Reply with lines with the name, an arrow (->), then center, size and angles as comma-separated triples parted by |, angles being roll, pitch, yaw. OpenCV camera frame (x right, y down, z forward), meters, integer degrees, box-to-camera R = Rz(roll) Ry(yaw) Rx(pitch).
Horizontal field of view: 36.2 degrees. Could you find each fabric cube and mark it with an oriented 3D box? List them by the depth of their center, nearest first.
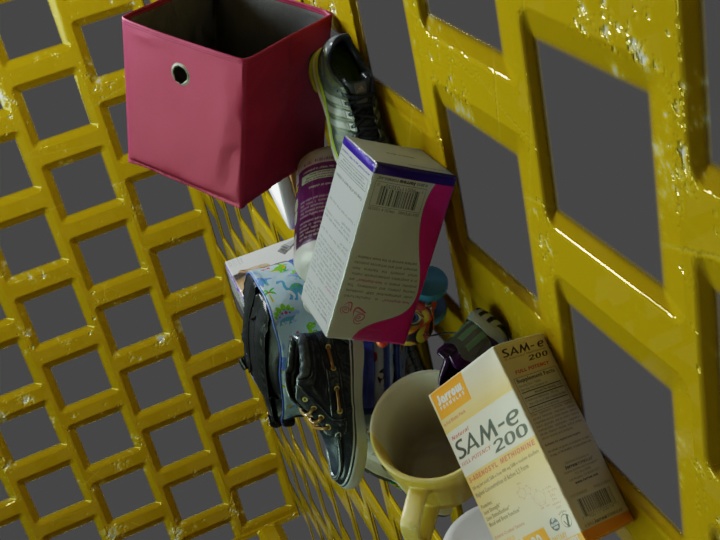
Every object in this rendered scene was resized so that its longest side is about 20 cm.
fabric cube -> -0.170, -0.232, 1.408 | 0.195, 0.200, 0.201 | 23, 127, 23

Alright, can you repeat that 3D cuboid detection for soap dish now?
soap dish -> -0.119, -0.180, 1.756 | 0.158, 0.080, 0.201 | 79, 165, -56

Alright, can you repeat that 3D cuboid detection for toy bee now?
toy bee -> 0.058, 0.040, 1.319 | 0.200, 0.108, 0.132 | -129, 24, -55

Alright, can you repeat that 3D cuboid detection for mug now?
mug -> 0.083, 0.239, 1.392 | 0.149, 0.186, 0.154 | 39, 162, 30

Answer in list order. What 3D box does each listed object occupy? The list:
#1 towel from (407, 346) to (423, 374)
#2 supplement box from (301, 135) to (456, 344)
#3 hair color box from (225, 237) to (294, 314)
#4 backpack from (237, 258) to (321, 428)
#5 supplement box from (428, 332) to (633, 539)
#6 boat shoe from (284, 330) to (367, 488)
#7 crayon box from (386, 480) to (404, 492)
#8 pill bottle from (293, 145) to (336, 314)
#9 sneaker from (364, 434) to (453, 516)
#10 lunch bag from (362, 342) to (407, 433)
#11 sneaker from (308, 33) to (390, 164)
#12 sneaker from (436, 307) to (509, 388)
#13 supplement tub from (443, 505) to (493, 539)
towel -> 0.032, 0.147, 1.646 | 0.165, 0.085, 0.202 | 173, 77, -78
supplement box -> 0.016, -0.032, 1.213 | 0.103, 0.100, 0.202 | 48, 126, 58
hair color box -> -0.097, 0.006, 1.702 | 0.110, 0.198, 0.065 | -125, 18, -46
backpack -> -0.091, 0.089, 1.571 | 0.183, 0.145, 0.202 | -127, 27, -49
supplement box -> 0.162, 0.181, 1.081 | 0.126, 0.073, 0.202 | -45, 63, 49
boat shoe -> -0.047, 0.173, 1.375 | 0.071, 0.090, 0.203 | 0, 91, 63
crayon box -> 0.031, 0.278, 1.704 | 0.172, 0.059, 0.200 | 36, 177, -13
pill bottle -> -0.030, -0.046, 1.396 | 0.113, 0.111, 0.202 | 95, 176, -63
sneaker -> 0.067, 0.241, 1.536 | 0.199, 0.116, 0.076 | 32, -164, 10
lunch bag -> 0.024, 0.122, 1.480 | 0.160, 0.074, 0.203 | -36, -56, -81
sneaker -> -0.007, -0.190, 1.320 | 0.202, 0.073, 0.081 | 66, 164, 9
sneaker -> 0.116, 0.134, 1.233 | 0.074, 0.087, 0.202 | 35, 147, 38
supplement tub -> 0.175, 0.385, 1.276 | 0.144, 0.143, 0.202 | -131, 25, -57
